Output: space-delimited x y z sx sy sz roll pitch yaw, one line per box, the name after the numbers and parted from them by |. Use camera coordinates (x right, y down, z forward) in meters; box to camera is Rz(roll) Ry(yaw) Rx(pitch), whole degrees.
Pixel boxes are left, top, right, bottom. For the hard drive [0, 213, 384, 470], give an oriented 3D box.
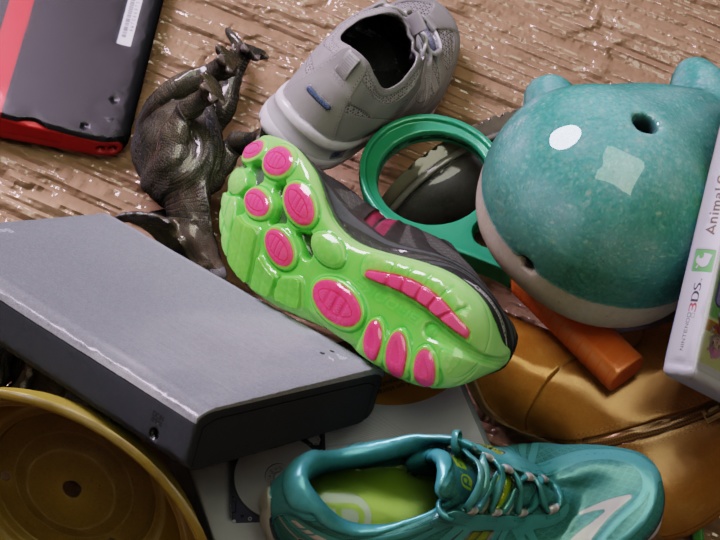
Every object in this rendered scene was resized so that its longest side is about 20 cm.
-0.107 0.028 0.767 0.200 0.033 0.140 27 21 30 | hard drive

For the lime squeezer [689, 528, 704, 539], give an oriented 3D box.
0.151 0.223 0.817 0.071 0.038 0.200 21 57 39 | lime squeezer

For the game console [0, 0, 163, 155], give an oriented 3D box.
-0.214 -0.170 0.974 0.177 0.031 0.200 12 62 -7 | game console

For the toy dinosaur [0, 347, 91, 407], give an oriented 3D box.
-0.237 0.052 0.813 0.200 0.077 0.102 -13 51 -19 | toy dinosaur

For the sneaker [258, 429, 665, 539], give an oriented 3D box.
0.053 0.112 0.742 0.200 0.080 0.078 -2 62 -10 | sneaker

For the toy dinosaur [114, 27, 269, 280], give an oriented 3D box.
-0.102 -0.082 0.908 0.077 0.102 0.200 34 33 -39 | toy dinosaur

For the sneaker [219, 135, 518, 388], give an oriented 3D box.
0.000 0.000 0.810 0.200 0.084 0.077 41 104 32 | sneaker

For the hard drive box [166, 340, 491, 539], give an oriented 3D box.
0.001 0.143 0.808 0.156 0.077 0.200 -17 66 -15 | hard drive box

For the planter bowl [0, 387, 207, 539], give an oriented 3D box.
-0.154 0.125 0.763 0.200 0.201 0.083 20 28 2 | planter bowl

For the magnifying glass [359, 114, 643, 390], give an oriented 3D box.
0.076 -0.012 0.848 0.080 0.022 0.200 -35 62 -17 | magnifying glass

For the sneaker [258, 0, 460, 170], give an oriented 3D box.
0.021 -0.122 0.918 0.075 0.082 0.200 44 35 -2 | sneaker

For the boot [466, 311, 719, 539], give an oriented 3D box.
0.135 0.051 0.853 0.144 0.071 0.201 -30 79 6 | boot

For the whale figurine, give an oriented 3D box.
0.153 -0.060 0.816 0.200 0.104 0.159 -34 68 -32 | whale figurine

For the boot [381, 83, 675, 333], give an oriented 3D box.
0.131 -0.002 0.916 0.182 0.073 0.200 -26 75 -18 | boot

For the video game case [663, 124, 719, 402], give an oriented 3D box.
0.237 -0.005 0.811 0.200 0.022 0.182 25 75 -42 | video game case
